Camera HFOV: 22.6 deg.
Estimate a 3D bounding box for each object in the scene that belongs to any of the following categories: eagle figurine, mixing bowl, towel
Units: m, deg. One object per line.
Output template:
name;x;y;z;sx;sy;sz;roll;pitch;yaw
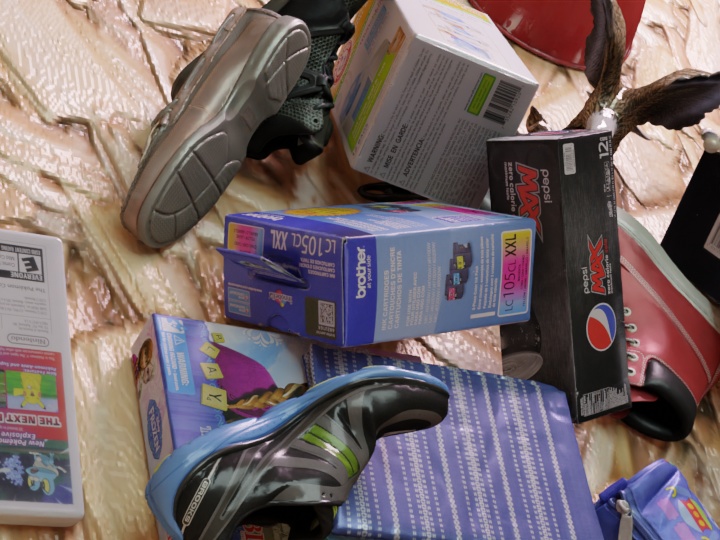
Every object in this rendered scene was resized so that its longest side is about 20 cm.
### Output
eagle figurine;0.212;-0.145;1.455;0.152;0.200;0.151;10;44;-27
mixing bowl;0.194;-0.293;1.673;0.200;0.108;0.200;19;41;-17
towel;0.060;0.121;1.154;0.200;0.024;0.145;11;45;-25

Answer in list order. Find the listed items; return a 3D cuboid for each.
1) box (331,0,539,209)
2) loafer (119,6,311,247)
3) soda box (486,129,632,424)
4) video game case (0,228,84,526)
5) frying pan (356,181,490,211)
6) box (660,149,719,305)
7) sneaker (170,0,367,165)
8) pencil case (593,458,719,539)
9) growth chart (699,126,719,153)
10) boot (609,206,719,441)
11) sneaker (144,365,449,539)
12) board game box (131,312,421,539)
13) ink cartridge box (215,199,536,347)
box;0.048;-0.139;1.357;0.101;0.113;0.200;20;19;-16
loafer;-0.111;-0.103;1.259;0.063;0.072;0.200;25;67;25
soda box;0.139;0.003;1.264;0.063;0.071;0.200;-11;99;-45
video game case;-0.257;0.052;1.019;0.200;0.023;0.182;9;60;-34
frying pan;0.083;-0.077;1.435;0.190;0.031;0.115;19;40;-23
box;0.365;-0.001;1.428;0.182;0.104;0.200;20;12;-19
sneaker;-0.032;-0.155;1.336;0.199;0.076;0.114;-41;84;-7
pencil case;0.224;0.216;1.184;0.200;0.078;0.087;54;13;24
growth chart;0.357;-0.070;1.420;0.200;0.018;0.145;25;12;11
boot;0.186;0.034;1.354;0.200;0.072;0.144;42;41;1
sneaker;-0.029;0.115;1.051;0.199;0.071;0.083;-23;75;-32
board game box;-0.034;0.127;1.126;0.199;0.041;0.200;10;45;-28
ink cartridge box;0.000;0.000;1.203;0.200;0.076;0.136;-8;12;-39
